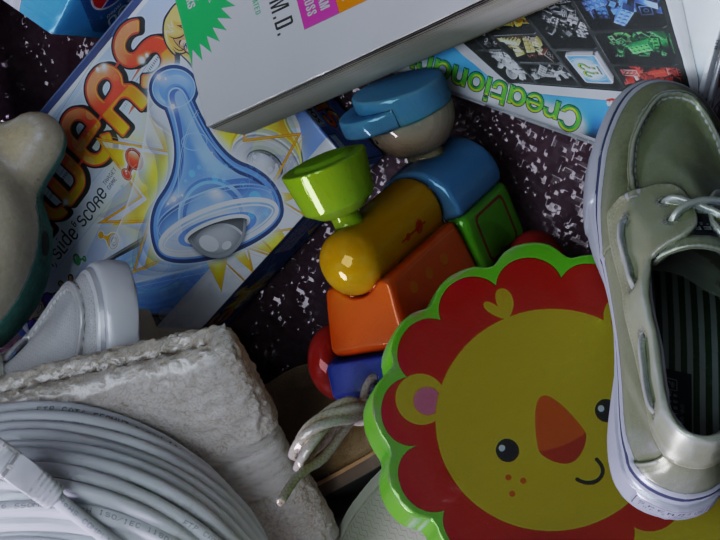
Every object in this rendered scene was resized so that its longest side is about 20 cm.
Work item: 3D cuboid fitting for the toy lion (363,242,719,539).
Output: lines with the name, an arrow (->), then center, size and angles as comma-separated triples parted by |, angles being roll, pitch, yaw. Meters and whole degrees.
toy lion -> 0.109, 0.077, 1.174 | 0.200, 0.069, 0.192 | -14, 76, -12

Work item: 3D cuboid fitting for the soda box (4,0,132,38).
soda box -> -0.190, -0.190, 1.380 | 0.200, 0.064, 0.068 | 36, 106, 20

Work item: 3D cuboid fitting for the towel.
towel -> -0.124, 0.095, 1.282 | 0.200, 0.034, 0.133 | -14, 128, 16

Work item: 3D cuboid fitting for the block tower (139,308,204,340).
block tower -> -0.103, 0.117, 1.365 | 0.054, 0.058, 0.200 | -121, 37, -54

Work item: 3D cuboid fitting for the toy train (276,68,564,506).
toy train -> 0.000, 0.000, 1.220 | 0.085, 0.200, 0.116 | -11, 109, 37

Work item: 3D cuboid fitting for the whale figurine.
whale figurine -> -0.209, -0.045, 1.372 | 0.159, 0.104, 0.200 | -12, 69, 14

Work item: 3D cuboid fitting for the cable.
cable -> -0.136, 0.148, 1.262 | 0.200, 0.069, 0.200 | 29, 126, -21

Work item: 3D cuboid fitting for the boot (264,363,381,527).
boot -> 0.004, 0.063, 1.321 | 0.200, 0.074, 0.075 | -33, 72, 31

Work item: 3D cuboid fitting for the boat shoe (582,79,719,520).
boat shoe -> 0.132, 0.001, 1.148 | 0.062, 0.072, 0.200 | 116, 158, -55

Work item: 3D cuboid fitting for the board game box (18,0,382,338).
board game box -> -0.099, -0.036, 1.376 | 0.135, 0.034, 0.200 | 49, 118, 13

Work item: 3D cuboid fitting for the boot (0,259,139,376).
boot -> -0.166, 0.070, 1.322 | 0.200, 0.096, 0.074 | 113, 150, -43

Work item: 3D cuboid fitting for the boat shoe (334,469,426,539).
boat shoe -> 0.025, 0.147, 1.303 | 0.072, 0.068, 0.200 | 52, 133, 35

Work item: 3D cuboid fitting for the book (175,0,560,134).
book -> 0.006, -0.157, 1.253 | 0.200, 0.048, 0.134 | -23, 76, 28

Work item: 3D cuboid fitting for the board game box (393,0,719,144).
board game box -> 0.077, -0.132, 1.264 | 0.200, 0.035, 0.126 | 22, 107, 24
